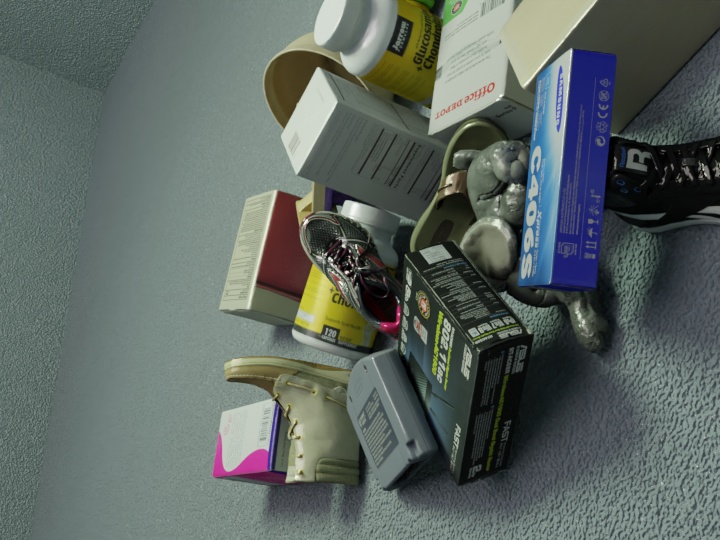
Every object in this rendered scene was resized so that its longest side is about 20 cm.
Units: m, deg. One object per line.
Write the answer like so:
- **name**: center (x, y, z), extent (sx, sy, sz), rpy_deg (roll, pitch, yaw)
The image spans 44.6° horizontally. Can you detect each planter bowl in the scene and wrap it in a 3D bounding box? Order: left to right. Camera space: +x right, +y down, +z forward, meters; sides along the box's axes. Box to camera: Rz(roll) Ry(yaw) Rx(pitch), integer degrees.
- **planter bowl**: center (-0.030, -0.287, 1.341), extent (0.200, 0.200, 0.135), rpy_deg (-30, 22, 51)

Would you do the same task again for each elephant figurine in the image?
- **elephant figurine**: center (0.167, -0.026, 0.890), extent (0.155, 0.141, 0.201), rpy_deg (-67, -22, -88)

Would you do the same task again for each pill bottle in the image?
- **pill bottle**: center (-0.013, 0.013, 1.192), extent (0.112, 0.112, 0.201), rpy_deg (17, 90, 62)
- **pill bottle**: center (0.045, -0.296, 1.155), extent (0.112, 0.199, 0.113), rpy_deg (-38, 43, 47)

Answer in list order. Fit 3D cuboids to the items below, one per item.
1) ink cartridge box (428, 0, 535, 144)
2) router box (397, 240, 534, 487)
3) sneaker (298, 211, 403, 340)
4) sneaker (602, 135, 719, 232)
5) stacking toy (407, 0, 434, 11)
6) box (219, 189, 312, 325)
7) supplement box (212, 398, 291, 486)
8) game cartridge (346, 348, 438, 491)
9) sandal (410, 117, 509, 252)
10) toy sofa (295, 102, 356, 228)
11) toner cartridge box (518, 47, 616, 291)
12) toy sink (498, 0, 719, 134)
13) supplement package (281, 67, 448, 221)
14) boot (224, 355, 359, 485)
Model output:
- **ink cartridge box**: center (0.163, -0.257, 1.058), extent (0.146, 0.084, 0.201), rpy_deg (-18, 59, 57)
- **router box**: center (0.097, 0.095, 0.884), extent (0.150, 0.062, 0.201), rpy_deg (-126, 28, -44)
- **sneaker**: center (0.000, 0.000, 1.095), extent (0.081, 0.200, 0.075), rpy_deg (-46, -12, 6)
- **sneaker**: center (0.271, -0.081, 0.735), extent (0.200, 0.111, 0.073), rpy_deg (-20, 58, 56)
- **stacking toy**: center (0.076, -0.401, 1.313), extent (0.085, 0.085, 0.201), rpy_deg (7, 85, 62)
- **box**: center (-0.140, -0.017, 1.441), extent (0.128, 0.109, 0.201), rpy_deg (-5, 70, 60)
- **supplement box**: center (-0.126, 0.251, 1.269), extent (0.200, 0.103, 0.102), rpy_deg (-22, 56, 54)
- **game cartridge**: center (0.029, 0.166, 0.989), extent (0.200, 0.041, 0.134), rpy_deg (110, 143, -64)
- **sandal**: center (0.121, -0.082, 1.037), extent (0.057, 0.079, 0.202), rpy_deg (-77, 8, -63)
- **toy sofa**: center (-0.042, -0.145, 1.280), extent (0.083, 0.097, 0.201), rpy_deg (-104, 14, -44)
- **toner cartridge box**: center (0.181, -0.083, 0.776), extent (0.095, 0.043, 0.201), rpy_deg (162, 114, -82)
- **toy sink**: center (0.252, -0.258, 0.852), extent (0.200, 0.130, 0.112), rpy_deg (-51, 34, 35)
- **supplement package**: center (0.016, -0.160, 1.145), extent (0.110, 0.199, 0.114), rpy_deg (-58, 30, 24)
- **boot**: center (-0.088, 0.197, 1.141), extent (0.072, 0.199, 0.155), rpy_deg (126, 153, -75)
